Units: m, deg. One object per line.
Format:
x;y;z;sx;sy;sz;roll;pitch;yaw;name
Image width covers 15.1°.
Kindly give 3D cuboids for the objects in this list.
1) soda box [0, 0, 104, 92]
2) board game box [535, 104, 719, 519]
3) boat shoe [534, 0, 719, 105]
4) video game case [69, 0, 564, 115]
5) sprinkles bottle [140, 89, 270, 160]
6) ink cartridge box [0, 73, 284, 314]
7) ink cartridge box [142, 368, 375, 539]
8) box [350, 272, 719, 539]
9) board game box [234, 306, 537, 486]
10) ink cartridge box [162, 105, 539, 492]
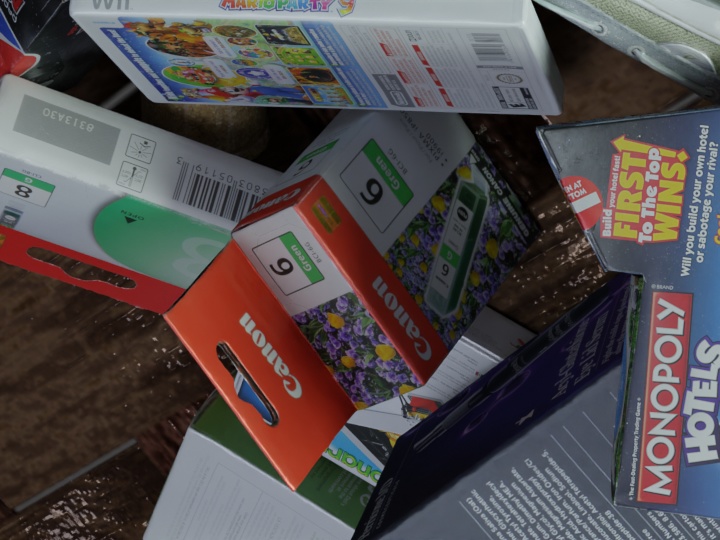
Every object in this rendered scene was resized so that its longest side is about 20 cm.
-0.153;-0.133;1.306;0.063;0.071;0.200;63;155;4;soda box
0.166;0.003;1.142;0.200;0.062;0.200;8;93;3;board game box
0.100;-0.129;1.177;0.202;0.074;0.065;23;131;4;boat shoe
-0.015;-0.099;1.220;0.200;0.018;0.143;2;169;11;video game case
-0.078;-0.145;1.311;0.068;0.068;0.200;17;130;20;sprinkles bottle
-0.130;-0.014;1.379;0.161;0.050;0.200;19;151;-11;ink cartridge box
-0.013;0.153;1.495;0.200;0.059;0.104;32;133;7;ink cartridge box
0.105;0.094;1.282;0.200;0.148;0.104;-38;99;21;box
0.036;0.067;1.419;0.200;0.035;0.126;30;132;9;board game box
0.000;0.000;1.278;0.050;0.200;0.109;-23;109;41;ink cartridge box
